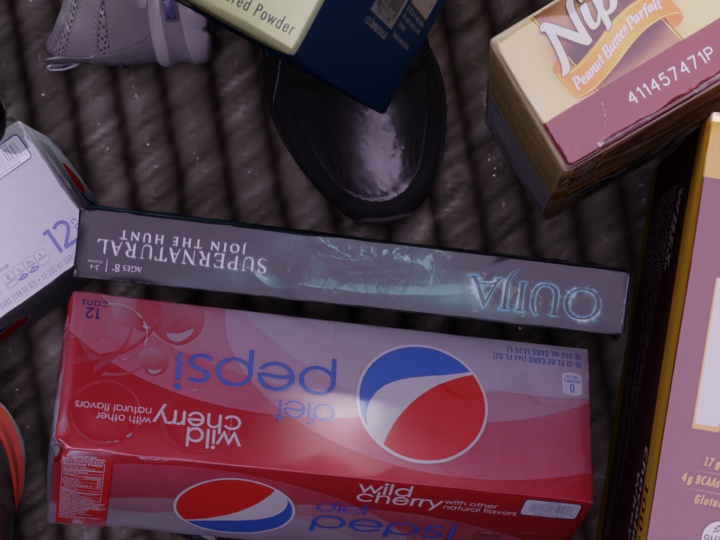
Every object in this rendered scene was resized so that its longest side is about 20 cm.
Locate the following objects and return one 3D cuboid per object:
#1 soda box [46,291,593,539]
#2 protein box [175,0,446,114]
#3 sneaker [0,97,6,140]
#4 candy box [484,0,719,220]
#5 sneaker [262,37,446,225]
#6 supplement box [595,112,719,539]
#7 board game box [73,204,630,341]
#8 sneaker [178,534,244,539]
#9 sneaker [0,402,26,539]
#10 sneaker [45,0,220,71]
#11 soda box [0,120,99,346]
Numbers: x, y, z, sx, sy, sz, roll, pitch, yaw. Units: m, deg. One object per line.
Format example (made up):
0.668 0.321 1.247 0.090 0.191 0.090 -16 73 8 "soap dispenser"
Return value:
-0.016 0.061 0.750 0.199 0.063 0.070 6 58 -8 "soda box"
-0.014 -0.179 0.668 0.135 0.199 0.200 29 94 8 "protein box"
-0.169 -0.091 0.778 0.084 0.075 0.200 1 68 30 "sneaker"
0.108 -0.076 0.738 0.115 0.200 0.055 -30 85 1 "candy box"
-0.012 -0.117 0.808 0.075 0.079 0.201 -12 88 2 "sneaker"
0.167 0.059 0.729 0.132 0.200 0.198 9 88 4 "supplement box"
0.000 0.000 0.773 0.199 0.135 0.028 7 91 4 "board game box"
-0.027 0.081 0.813 0.200 0.078 0.080 19 69 -1 "sneaker"
-0.167 0.148 0.784 0.077 0.082 0.201 -4 108 2 "sneaker"
-0.118 -0.177 0.816 0.082 0.075 0.201 -13 87 1 "sneaker"
-0.196 0.023 0.815 0.200 0.068 0.064 -35 86 1 "soda box"
